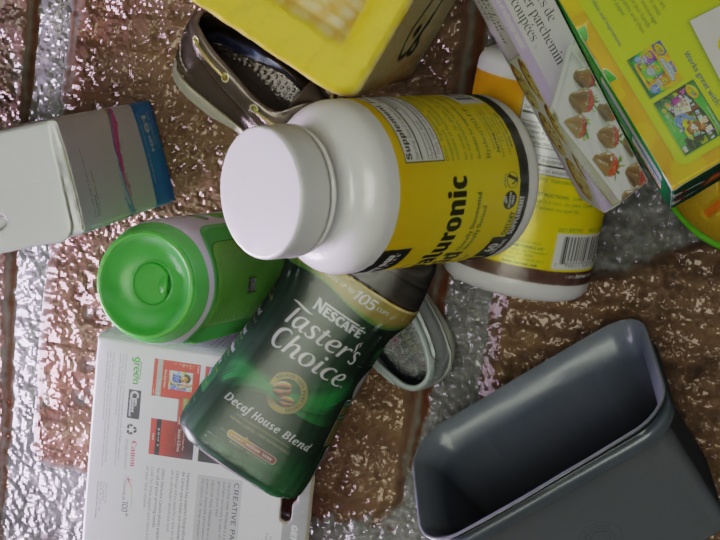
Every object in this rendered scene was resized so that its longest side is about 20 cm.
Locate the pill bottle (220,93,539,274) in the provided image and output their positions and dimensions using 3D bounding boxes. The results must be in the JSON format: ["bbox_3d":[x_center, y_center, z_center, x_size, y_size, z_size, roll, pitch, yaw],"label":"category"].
[{"bbox_3d":[0.011,-0.056,1.219,0.111,0.199,0.113,8,101,48],"label":"pill bottle"}]

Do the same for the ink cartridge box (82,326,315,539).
[{"bbox_3d":[-0.112,0.150,1.432,0.174,0.084,0.202,8,101,9],"label":"ink cartridge box"}]

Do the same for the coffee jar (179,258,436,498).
[{"bbox_3d":[-0.034,0.051,1.319,0.104,0.085,0.201,32,99,0],"label":"coffee jar"}]

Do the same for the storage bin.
[{"bbox_3d":[0.155,0.149,1.357,0.199,0.146,0.135,-31,119,15],"label":"storage bin"}]

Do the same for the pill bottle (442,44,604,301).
[{"bbox_3d":[0.125,-0.087,1.327,0.108,0.109,0.202,13,101,10],"label":"pill bottle"}]

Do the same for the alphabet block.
[{"bbox_3d":[-0.019,-0.250,1.286,0.195,0.200,0.196,31,105,6],"label":"alphabet block"}]

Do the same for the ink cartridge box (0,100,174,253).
[{"bbox_3d":[-0.237,-0.063,1.364,0.143,0.200,0.086,-12,97,14],"label":"ink cartridge box"}]

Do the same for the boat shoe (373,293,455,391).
[{"bbox_3d":[0.000,0.001,1.388,0.070,0.071,0.202,-36,90,15],"label":"boat shoe"}]

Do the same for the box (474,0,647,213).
[{"bbox_3d":[0.123,-0.130,1.231,0.039,0.041,0.201,-35,115,-8],"label":"box"}]

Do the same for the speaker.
[{"bbox_3d":[-0.112,0.003,1.343,0.088,0.200,0.090,1,95,18],"label":"speaker"}]

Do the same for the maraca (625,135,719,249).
[{"bbox_3d":[0.254,-0.093,1.304,0.200,0.107,0.138,43,103,29],"label":"maraca"}]

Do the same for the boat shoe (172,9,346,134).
[{"bbox_3d":[-0.048,-0.117,1.374,0.199,0.072,0.060,36,147,8],"label":"boat shoe"}]

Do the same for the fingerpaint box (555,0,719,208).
[{"bbox_3d":[0.220,-0.171,1.222,0.166,0.073,0.201,-31,79,3],"label":"fingerpaint box"}]
